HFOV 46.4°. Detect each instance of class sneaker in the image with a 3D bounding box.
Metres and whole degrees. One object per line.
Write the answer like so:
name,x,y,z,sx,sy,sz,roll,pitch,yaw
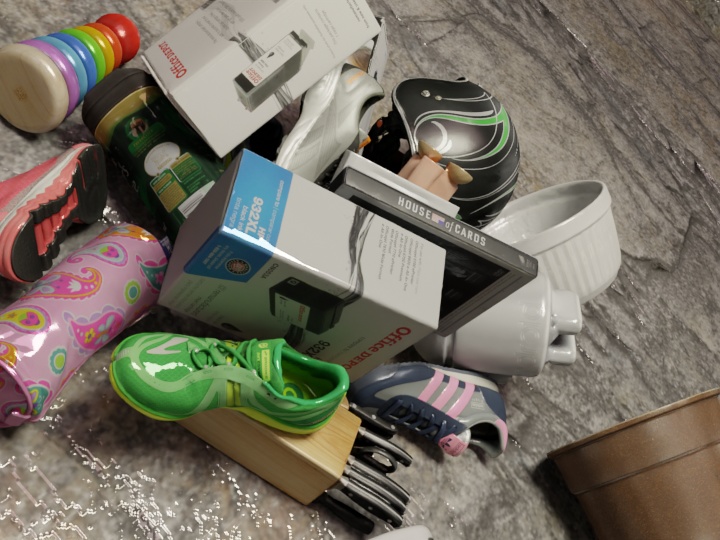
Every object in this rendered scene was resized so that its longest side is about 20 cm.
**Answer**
sneaker,-0.121,-0.156,0.945,0.073,0.081,0.202,5,53,-37
sneaker,-0.040,-0.115,0.835,0.079,0.074,0.202,25,86,-1
sneaker,-0.289,-0.065,0.737,0.086,0.075,0.201,8,30,6
sneaker,-0.098,0.077,0.665,0.198,0.084,0.075,12,50,-30
sneaker,0.076,0.146,0.860,0.198,0.070,0.083,10,50,-31

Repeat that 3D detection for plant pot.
plant pot,0.330,0.255,0.897,0.199,0.200,0.200,-5,66,-42

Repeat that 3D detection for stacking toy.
stacking toy,-0.289,-0.215,0.866,0.085,0.085,0.200,39,34,-6

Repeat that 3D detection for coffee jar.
coffee jar,-0.186,-0.101,0.826,0.201,0.085,0.104,52,1,9

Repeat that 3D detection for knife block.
knife block,-0.051,0.163,0.743,0.198,0.064,0.177,-3,58,-41

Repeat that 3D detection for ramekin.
ramekin,0.221,-0.021,1.029,0.200,0.199,0.106,-41,110,-50

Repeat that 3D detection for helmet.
helmet,0.104,-0.138,1.037,0.189,0.201,0.202,-5,59,-29

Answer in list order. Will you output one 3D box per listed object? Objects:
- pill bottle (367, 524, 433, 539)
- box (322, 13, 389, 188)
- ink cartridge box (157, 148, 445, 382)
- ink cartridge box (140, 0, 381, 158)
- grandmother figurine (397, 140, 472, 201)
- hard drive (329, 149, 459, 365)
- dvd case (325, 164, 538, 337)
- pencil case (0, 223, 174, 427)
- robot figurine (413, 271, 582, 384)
pill bottle,0.040,0.315,0.652,0.113,0.114,0.202,-1,57,-40
box,-0.023,-0.173,0.933,0.059,0.202,0.117,15,-2,5
ink cartridge box,-0.049,0.005,0.711,0.198,0.145,0.085,25,54,-22
ink cartridge box,-0.101,-0.222,0.818,0.083,0.199,0.147,52,-1,-38
grandmother figurine,0.028,-0.042,0.907,0.121,0.201,0.061,35,0,14
hard drive,0.000,0.000,0.841,0.131,0.202,0.026,24,6,-22
dvd case,0.038,-0.010,0.767,0.198,0.150,0.025,24,55,-19
pencil case,-0.233,0.038,0.684,0.087,0.087,0.200,42,39,-2
robot figurine,0.136,0.053,0.912,0.197,0.172,0.113,5,28,7
